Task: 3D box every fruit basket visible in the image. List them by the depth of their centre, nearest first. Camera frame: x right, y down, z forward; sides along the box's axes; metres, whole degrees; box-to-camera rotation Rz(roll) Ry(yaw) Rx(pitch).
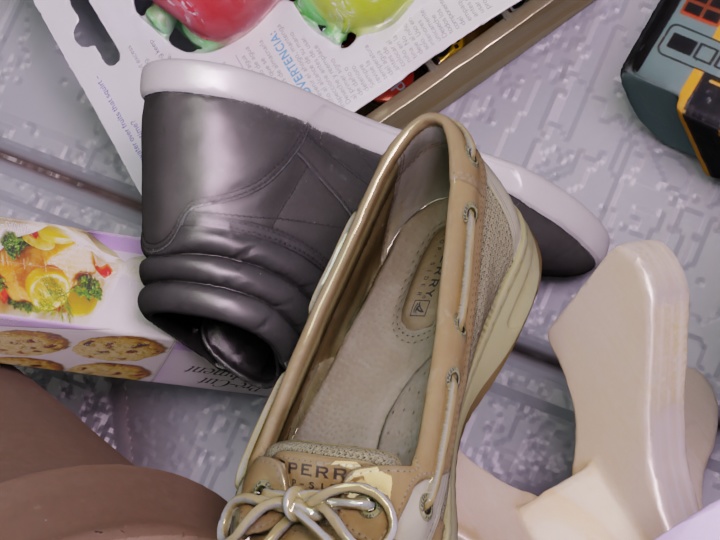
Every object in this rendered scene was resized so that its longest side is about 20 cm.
[{"bbox_3d":[-0.030,-0.138,1.116,0.200,0.094,0.186,-36,69,14],"label":"fruit basket"}]

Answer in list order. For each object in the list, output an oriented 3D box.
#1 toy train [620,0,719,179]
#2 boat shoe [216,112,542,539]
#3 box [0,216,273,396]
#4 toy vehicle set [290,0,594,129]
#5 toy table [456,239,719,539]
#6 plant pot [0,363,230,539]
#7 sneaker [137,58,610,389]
[{"bbox_3d":[0.181,-0.111,1.093,0.114,0.085,0.201,25,78,26],"label":"toy train"},{"bbox_3d":[0.000,0.045,0.917,0.073,0.063,0.201,7,56,30],"label":"boat shoe"},{"bbox_3d":[-0.089,0.012,1.048,0.041,0.199,0.039,-30,61,43],"label":"box"},{"bbox_3d":[-0.013,-0.149,1.164,0.124,0.027,0.200,-36,70,-3],"label":"toy vehicle set"},{"bbox_3d":[0.077,0.089,1.003,0.200,0.183,0.117,-46,60,29],"label":"toy table"},{"bbox_3d":[-0.137,0.113,1.032,0.200,0.200,0.175,-36,49,-3],"label":"plant pot"},{"bbox_3d":[0.000,0.000,1.053,0.071,0.199,0.100,-1,75,54],"label":"sneaker"}]
